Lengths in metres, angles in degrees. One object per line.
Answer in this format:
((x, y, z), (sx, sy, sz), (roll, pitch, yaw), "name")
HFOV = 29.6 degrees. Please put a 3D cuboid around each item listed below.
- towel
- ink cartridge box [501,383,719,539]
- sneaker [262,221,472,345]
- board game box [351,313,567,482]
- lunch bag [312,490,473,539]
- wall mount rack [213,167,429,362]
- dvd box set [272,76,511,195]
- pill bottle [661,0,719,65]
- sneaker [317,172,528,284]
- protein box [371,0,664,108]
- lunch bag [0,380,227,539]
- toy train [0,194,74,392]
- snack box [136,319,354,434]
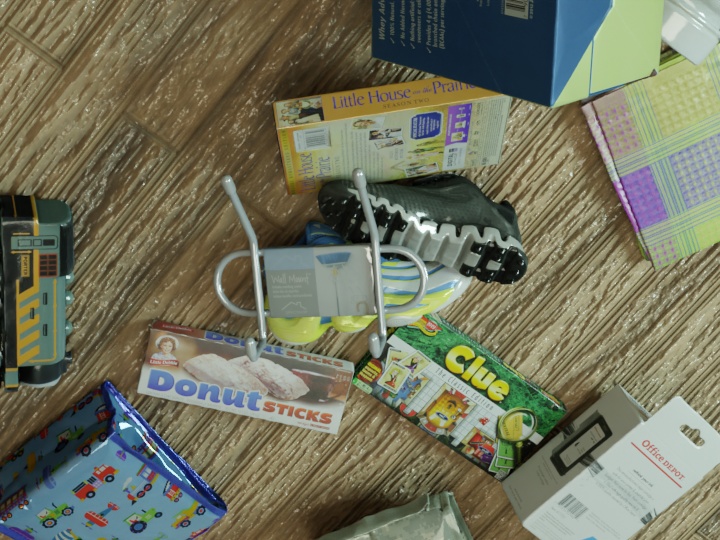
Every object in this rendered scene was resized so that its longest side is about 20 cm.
((0.299, -0.111, 1.272), (0.143, 0.023, 0.200), (-25, 114, 5), "towel")
((0.257, 0.197, 1.365), (0.200, 0.068, 0.116), (-42, 123, 12), "ink cartridge box")
((0.000, 0.000, 1.261), (0.199, 0.076, 0.105), (-17, 113, 3), "sneaker")
((0.098, 0.121, 1.352), (0.200, 0.023, 0.105), (34, 104, -18), "board game box")
((0.043, 0.317, 1.379), (0.163, 0.118, 0.201), (-20, 118, 4), "lunch bag")
((-0.045, -0.009, 1.193), (0.199, 0.075, 0.175), (-2, 107, 11), "wall mount rack")
((0.027, -0.118, 1.188), (0.199, 0.146, 0.030), (-9, 70, -1), "dvd box set")
((0.311, -0.282, 1.151), (0.113, 0.113, 0.200), (32, 107, -17), "pill bottle")
((0.058, -0.053, 1.243), (0.199, 0.091, 0.067), (16, 138, -8), "sneaker")
((0.122, -0.255, 1.075), (0.135, 0.200, 0.199), (-20, 120, -38), "protein box")
((-0.238, 0.234, 1.339), (0.150, 0.094, 0.200), (-37, 121, 7), "lunch bag")
((-0.318, 0.022, 1.239), (0.113, 0.085, 0.201), (-2, 114, -15), "toy train")
((-0.110, 0.103, 1.316), (0.199, 0.024, 0.072), (13, 112, -7), "snack box")
